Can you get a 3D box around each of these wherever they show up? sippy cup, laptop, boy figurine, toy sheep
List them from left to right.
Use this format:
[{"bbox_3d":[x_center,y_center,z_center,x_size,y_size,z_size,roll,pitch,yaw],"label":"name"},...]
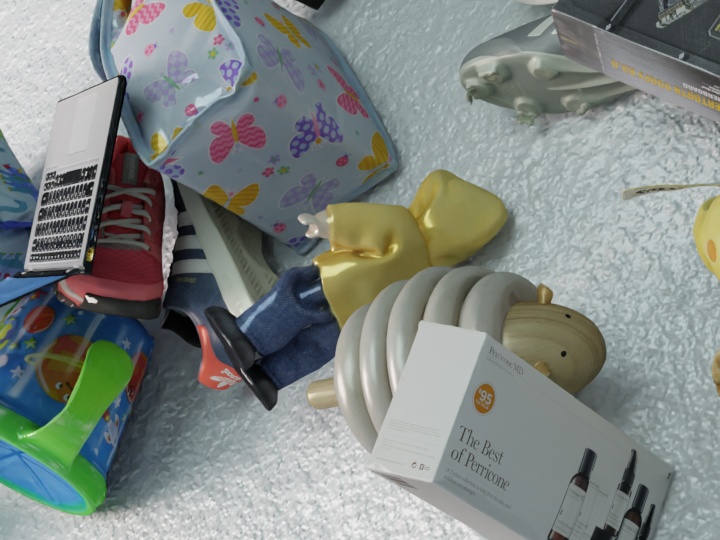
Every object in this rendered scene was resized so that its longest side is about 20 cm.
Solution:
[{"bbox_3d":[-0.247,-0.035,1.280,0.187,0.115,0.202,179,102,-68],"label":"laptop"},{"bbox_3d":[-0.214,0.081,1.351,0.177,0.140,0.131,14,64,30],"label":"sippy cup"},{"bbox_3d":[0.000,0.000,1.223,0.199,0.125,0.064,-36,40,-6],"label":"boy figurine"},{"bbox_3d":[0.053,0.062,1.131,0.199,0.138,0.139,-18,56,31],"label":"toy sheep"}]

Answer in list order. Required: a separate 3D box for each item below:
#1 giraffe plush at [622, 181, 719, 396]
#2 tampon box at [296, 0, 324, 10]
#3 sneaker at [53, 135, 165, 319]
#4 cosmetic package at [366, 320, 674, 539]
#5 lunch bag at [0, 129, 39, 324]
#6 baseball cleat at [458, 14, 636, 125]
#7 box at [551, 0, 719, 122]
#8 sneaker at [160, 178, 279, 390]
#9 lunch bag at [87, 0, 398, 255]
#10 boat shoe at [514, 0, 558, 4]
[{"bbox_3d":[0.242,0.024,0.998,0.198,0.172,0.164,-10,81,23],"label":"giraffe plush"},{"bbox_3d":[-0.042,-0.324,1.392,0.200,0.126,0.150,-51,37,27],"label":"tampon box"},{"bbox_3d":[-0.169,-0.034,1.335,0.200,0.073,0.087,-108,28,-64],"label":"sneaker"},{"bbox_3d":[0.091,0.105,1.027,0.050,0.200,0.083,6,70,42],"label":"cosmetic package"},{"bbox_3d":[-0.326,-0.002,1.485,0.170,0.127,0.201,50,119,44],"label":"lunch bag"},{"bbox_3d":[0.160,-0.155,1.221,0.198,0.070,0.107,-4,57,27],"label":"baseball cleat"},{"bbox_3d":[0.230,-0.184,1.129,0.158,0.048,0.201,26,70,32],"label":"box"},{"bbox_3d":[-0.110,-0.001,1.345,0.085,0.075,0.201,-45,41,21],"label":"sneaker"},{"bbox_3d":[-0.090,-0.132,1.334,0.127,0.169,0.201,-40,50,19],"label":"lunch bag"},{"bbox_3d":[0.106,-0.230,1.264,0.074,0.061,0.200,-31,29,1],"label":"boat shoe"}]
